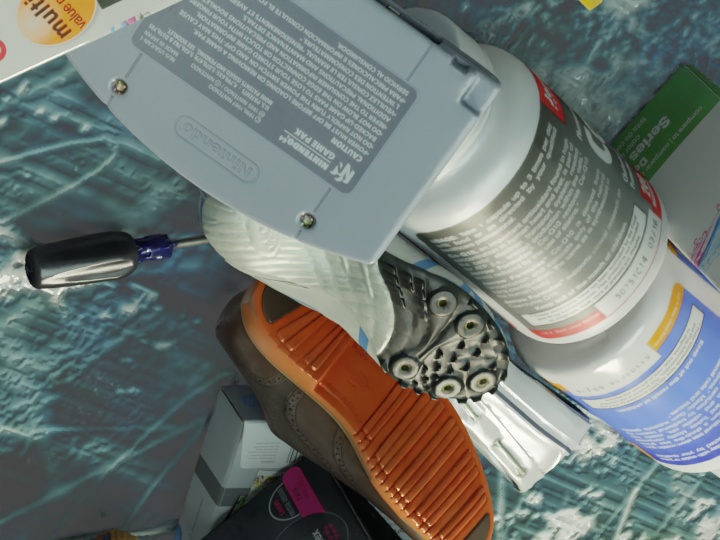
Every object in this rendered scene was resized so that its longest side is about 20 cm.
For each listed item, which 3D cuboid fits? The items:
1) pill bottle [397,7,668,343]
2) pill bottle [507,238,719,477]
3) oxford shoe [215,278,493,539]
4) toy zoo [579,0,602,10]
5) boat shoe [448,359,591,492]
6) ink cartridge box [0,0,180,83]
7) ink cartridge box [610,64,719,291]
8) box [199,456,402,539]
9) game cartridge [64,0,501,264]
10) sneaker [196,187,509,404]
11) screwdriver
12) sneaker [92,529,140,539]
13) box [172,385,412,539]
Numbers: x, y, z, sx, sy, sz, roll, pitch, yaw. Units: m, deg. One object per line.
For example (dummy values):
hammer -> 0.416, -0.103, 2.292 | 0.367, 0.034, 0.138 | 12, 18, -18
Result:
pill bottle -> 0.072, -0.052, 1.487 | 0.114, 0.114, 0.200 | -45, 132, 7
pill bottle -> 0.187, 0.054, 1.629 | 0.112, 0.112, 0.200 | -46, 131, 9
oxford shoe -> -0.002, 0.086, 1.527 | 0.071, 0.200, 0.073 | -42, -175, -37
toy zoo -> 0.151, -0.227, 1.465 | 0.200, 0.020, 0.131 | -36, 133, 0
boat shoe -> 0.048, 0.062, 1.560 | 0.200, 0.074, 0.067 | 37, 91, -23
ink cartridge box -> -0.134, -0.206, 1.240 | 0.200, 0.145, 0.147 | -26, 132, -9
ink cartridge box -> 0.248, -0.010, 1.556 | 0.084, 0.200, 0.145 | -48, 131, 9
box -> 0.006, 0.220, 1.578 | 0.106, 0.122, 0.200 | -38, 126, 2
game cartridge -> -0.046, -0.099, 1.373 | 0.200, 0.040, 0.133 | 36, 102, -2
sneaker -> 0.000, 0.000, 1.475 | 0.200, 0.073, 0.072 | 35, 112, -14
screwdriver -> -0.090, -0.015, 1.490 | 0.200, 0.028, 0.029 | -8, 157, -28
sneaker -> -0.170, 0.250, 1.583 | 0.088, 0.075, 0.200 | 37, 104, -10
box -> -0.034, 0.160, 1.634 | 0.156, 0.041, 0.200 | 0, 122, -29
